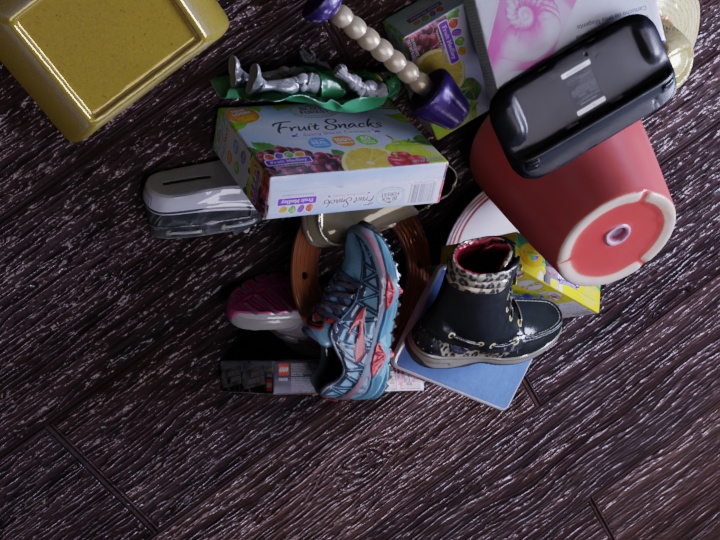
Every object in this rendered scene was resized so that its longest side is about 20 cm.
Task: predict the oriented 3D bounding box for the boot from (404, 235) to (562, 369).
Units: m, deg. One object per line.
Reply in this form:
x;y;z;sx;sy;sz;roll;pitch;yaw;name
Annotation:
0.158;0.032;1.485;0.202;0.074;0.154;-8;140;-27;boot

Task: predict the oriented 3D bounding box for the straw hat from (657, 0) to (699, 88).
0.332;-0.245;1.548;0.200;0.085;0.202;-16;129;-20;straw hat

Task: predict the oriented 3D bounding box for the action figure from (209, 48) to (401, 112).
-0.038;-0.191;1.373;0.199;0.118;0.055;-4;113;-38;action figure

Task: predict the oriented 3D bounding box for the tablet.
0.131;0.081;1.575;0.199;0.014;0.131;24;94;-37;tablet

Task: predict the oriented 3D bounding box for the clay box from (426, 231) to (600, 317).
0.181;0.007;1.592;0.199;0.114;0.048;28;62;-42;clay box

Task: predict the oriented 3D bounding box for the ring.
0.000;0.000;1.514;0.199;0.019;0.202;2;87;-39;ring

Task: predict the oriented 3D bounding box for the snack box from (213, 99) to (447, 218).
-0.032;-0.117;1.378;0.199;0.142;0.053;-7;125;-27;snack box

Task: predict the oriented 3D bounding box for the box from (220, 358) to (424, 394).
-0.045;0.122;1.562;0.199;0.137;0.040;2;85;-31;box

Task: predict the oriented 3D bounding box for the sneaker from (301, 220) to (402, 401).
-0.013;0.049;1.428;0.095;0.079;0.202;-6;108;-27;sneaker

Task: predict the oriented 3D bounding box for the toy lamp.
0.030;-0.213;1.362;0.199;0.058;0.058;36;101;-23;toy lamp

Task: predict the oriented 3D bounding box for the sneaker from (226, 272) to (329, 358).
-0.064;0.060;1.540;0.199;0.081;0.089;3;119;-31;sneaker

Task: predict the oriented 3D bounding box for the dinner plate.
0.183;-0.039;1.653;0.199;0.024;0.201;-16;129;-20;dinner plate

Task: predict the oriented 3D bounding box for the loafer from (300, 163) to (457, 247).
0.024;-0.084;1.473;0.199;0.068;0.076;-28;105;-27;loafer

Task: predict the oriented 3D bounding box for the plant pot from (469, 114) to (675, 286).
0.244;-0.094;1.487;0.199;0.178;0.201;-15;140;-13;plant pot

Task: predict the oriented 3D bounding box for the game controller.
0.230;-0.178;1.385;0.199;0.042;0.105;-30;106;-4;game controller

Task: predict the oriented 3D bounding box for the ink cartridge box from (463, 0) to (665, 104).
0.213;-0.255;1.393;0.195;0.043;0.202;-18;100;-11;ink cartridge box

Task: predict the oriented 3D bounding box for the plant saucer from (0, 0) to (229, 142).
-0.237;-0.231;1.250;0.199;0.048;0.200;-38;133;-2;plant saucer

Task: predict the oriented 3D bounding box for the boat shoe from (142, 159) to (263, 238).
-0.132;-0.075;1.421;0.198;0.072;0.071;-5;134;-15;boat shoe

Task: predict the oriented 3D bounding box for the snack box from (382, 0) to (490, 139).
0.137;-0.251;1.451;0.199;0.053;0.143;-31;133;-8;snack box
